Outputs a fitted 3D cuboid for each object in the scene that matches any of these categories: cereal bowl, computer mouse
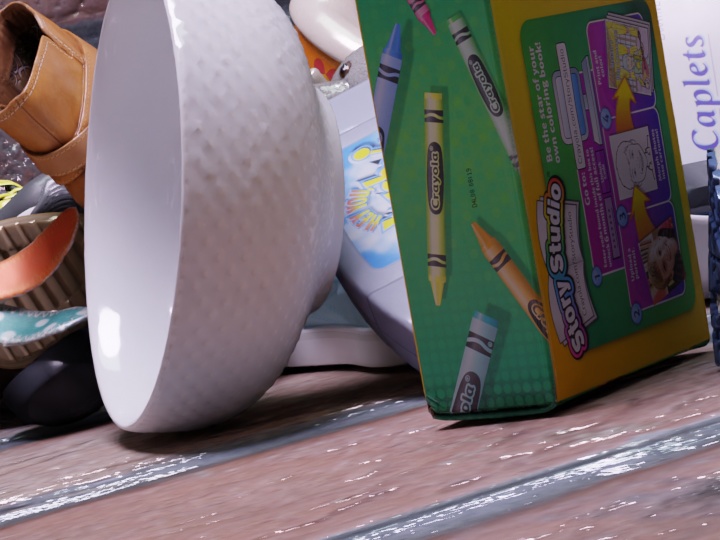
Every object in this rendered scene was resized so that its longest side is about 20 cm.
[{"bbox_3d":[-0.059,-0.031,1.106,0.083,0.201,0.200,0,0,-17],"label":"cereal bowl"},{"bbox_3d":[-0.131,0.055,1.296,0.059,0.034,0.200,-40,-3,4],"label":"computer mouse"}]

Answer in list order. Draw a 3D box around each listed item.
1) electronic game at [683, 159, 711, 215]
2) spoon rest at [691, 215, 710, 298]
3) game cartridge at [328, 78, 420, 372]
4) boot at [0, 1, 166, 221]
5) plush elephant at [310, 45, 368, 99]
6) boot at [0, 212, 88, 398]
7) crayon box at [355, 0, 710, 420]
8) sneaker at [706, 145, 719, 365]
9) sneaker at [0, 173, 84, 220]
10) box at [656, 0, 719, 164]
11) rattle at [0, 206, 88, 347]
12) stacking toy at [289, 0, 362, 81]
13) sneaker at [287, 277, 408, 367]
[{"bbox_3d":[0.131,-0.017,1.346,0.199,0.042,0.200,-15,-5,-1],"label":"electronic game"},{"bbox_3d":[0.113,-0.008,1.175,0.200,0.061,0.099,-16,6,-39],"label":"spoon rest"},{"bbox_3d":[0.045,-0.035,1.125,0.133,0.041,0.200,-31,35,2],"label":"game cartridge"},{"bbox_3d":[-0.122,-0.074,1.287,0.077,0.155,0.200,-43,27,18],"label":"boot"},{"bbox_3d":[-0.014,-0.056,1.414,0.199,0.155,0.165,-1,31,-25],"label":"plush elephant"},{"bbox_3d":[-0.161,0.019,1.360,0.200,0.073,0.166,-28,-8,29],"label":"boot"},{"bbox_3d":[0.062,-0.056,0.971,0.058,0.201,0.119,-6,6,36],"label":"crayon box"},{"bbox_3d":[0.164,0.001,0.908,0.085,0.077,0.200,-2,12,2],"label":"sneaker"},{"bbox_3d":[-0.197,-0.017,1.436,0.074,0.085,0.200,-8,-19,-28],"label":"sneaker"},{"bbox_3d":[0.182,-0.118,1.477,0.199,0.185,0.105,-12,-17,16],"label":"box"},{"bbox_3d":[-0.224,0.048,1.239,0.199,0.130,0.143,-26,-35,-24],"label":"rattle"},{"bbox_3d":[0.002,-0.062,1.576,0.146,0.201,0.146,17,23,-8],"label":"stacking toy"},{"bbox_3d":[0.000,0.000,1.247,0.074,0.082,0.200,-13,4,-27],"label":"sneaker"}]
